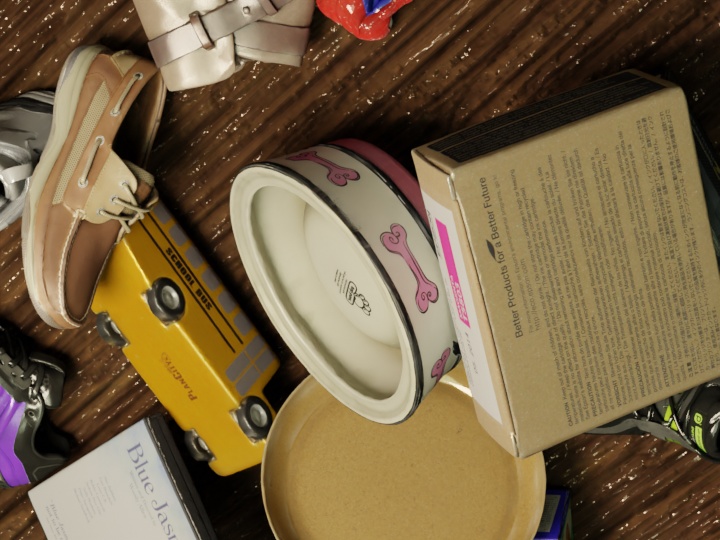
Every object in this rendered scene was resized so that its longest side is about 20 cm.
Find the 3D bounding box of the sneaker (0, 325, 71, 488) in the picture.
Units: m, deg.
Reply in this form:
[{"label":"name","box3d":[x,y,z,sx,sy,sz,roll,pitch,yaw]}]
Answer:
[{"label":"sneaker","box3d":[-0.271,0.071,1.590,0.099,0.070,0.200,-12,116,12]}]

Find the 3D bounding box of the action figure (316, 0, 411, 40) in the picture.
[{"label":"action figure","box3d":[-0.003,-0.215,1.349,0.065,0.200,0.099,38,83,29]}]

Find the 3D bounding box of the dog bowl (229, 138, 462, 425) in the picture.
[{"label":"dog bowl","box3d":[0.000,0.000,1.427,0.200,0.074,0.200,42,151,30]}]

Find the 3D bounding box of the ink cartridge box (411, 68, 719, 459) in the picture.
[{"label":"ink cartridge box","box3d":[0.137,-0.006,1.342,0.165,0.075,0.200,-20,112,-13]}]

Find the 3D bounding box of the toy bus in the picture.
[{"label":"toy bus","box3d":[-0.124,0.048,1.525,0.065,0.078,0.200,-26,107,36]}]

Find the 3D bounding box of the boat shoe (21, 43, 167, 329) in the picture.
[{"label":"boat shoe","box3d":[-0.177,-0.058,1.444,0.072,0.076,0.200,6,80,21]}]

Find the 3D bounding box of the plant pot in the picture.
[{"label":"plant pot","box3d":[0.030,0.149,1.500,0.200,0.200,0.027,18,158,6]}]

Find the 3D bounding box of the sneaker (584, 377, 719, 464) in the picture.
[{"label":"sneaker","box3d":[0.226,0.088,1.457,0.199,0.083,0.071,1,115,14]}]

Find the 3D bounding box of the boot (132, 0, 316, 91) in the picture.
[{"label":"boot","box3d":[-0.129,-0.193,1.409,0.200,0.070,0.146,-5,101,6]}]

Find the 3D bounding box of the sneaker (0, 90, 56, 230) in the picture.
[{"label":"sneaker","box3d":[-0.295,-0.062,1.498,0.200,0.115,0.075,-17,110,21]}]

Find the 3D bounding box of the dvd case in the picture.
[{"label":"dvd case","box3d":[-0.171,0.200,1.577,0.200,0.018,0.143,-33,80,49]}]

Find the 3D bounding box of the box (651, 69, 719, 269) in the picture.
[{"label":"box","box3d":[0.154,-0.024,1.439,0.200,0.051,0.158,-24,107,23]}]

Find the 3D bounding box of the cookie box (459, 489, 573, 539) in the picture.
[{"label":"cookie box","box3d":[0.076,0.263,1.583,0.171,0.075,0.200,1,116,15]}]
